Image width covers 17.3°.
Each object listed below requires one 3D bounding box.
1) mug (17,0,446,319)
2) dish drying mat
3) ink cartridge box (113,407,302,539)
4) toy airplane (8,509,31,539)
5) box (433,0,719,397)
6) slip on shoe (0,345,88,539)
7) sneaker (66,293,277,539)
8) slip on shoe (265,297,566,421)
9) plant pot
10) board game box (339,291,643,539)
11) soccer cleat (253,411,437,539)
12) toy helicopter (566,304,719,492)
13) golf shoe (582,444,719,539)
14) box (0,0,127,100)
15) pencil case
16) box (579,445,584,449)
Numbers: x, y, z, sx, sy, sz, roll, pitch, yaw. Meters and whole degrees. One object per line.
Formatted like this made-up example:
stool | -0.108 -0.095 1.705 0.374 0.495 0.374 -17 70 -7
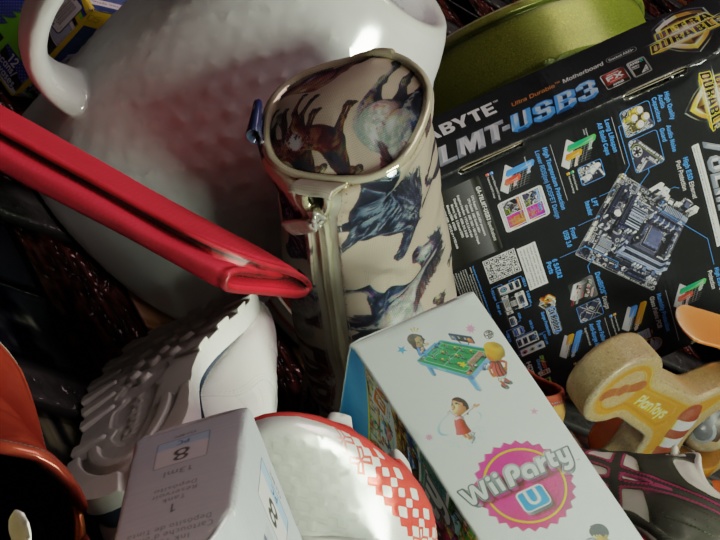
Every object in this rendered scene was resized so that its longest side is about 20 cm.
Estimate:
mug | -0.068 -0.093 1.098 0.200 0.175 0.148 31 23 -38
dish drying mat | -0.116 -0.039 1.004 0.200 0.018 0.077 27 8 24
ink cartridge box | -0.032 0.157 0.734 0.200 0.047 0.160 -91 163 -67
toy airplane | -0.170 0.052 0.614 0.200 0.141 0.199 31 24 -39
box | 0.123 -0.024 1.231 0.200 0.198 0.050 67 -2 -46
slip on shoe | -0.119 0.078 0.780 0.074 0.061 0.200 34 20 -28
sneaker | -0.064 0.071 0.948 0.081 0.076 0.200 54 20 -15
slip on shoe | 0.024 0.031 1.176 0.200 0.061 0.074 39 28 25
plant pot | 0.122 -0.037 1.412 0.200 0.200 0.193 9 51 -62
board game box | 0.065 0.132 0.969 0.200 0.064 0.148 56 -22 27
soccer cleat | 0.004 0.134 0.874 0.085 0.069 0.200 -89 160 -50
toy helicopter | 0.163 0.065 1.192 0.079 0.132 0.200 56 13 27
golf shoe | 0.109 0.113 1.052 0.200 0.088 0.077 29 -40 56
box | -0.190 -0.176 1.188 0.200 0.064 0.070 53 19 18
pencil case | 0.000 0.000 1.053 0.078 0.089 0.200 22 -37 26
box | 0.106 0.146 1.191 0.119 0.041 0.200 36 18 -28
